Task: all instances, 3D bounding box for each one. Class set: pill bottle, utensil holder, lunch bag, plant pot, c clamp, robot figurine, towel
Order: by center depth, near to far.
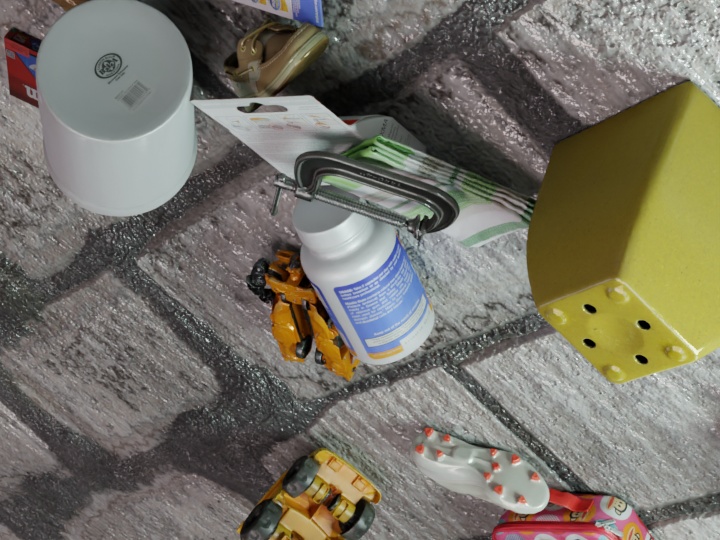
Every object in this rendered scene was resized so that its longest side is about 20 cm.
[{"bbox_3d":[0.267,-0.014,1.502,0.195,0.201,0.194,43,145,-17],"label":"plant pot"},{"bbox_3d":[0.003,-0.074,1.652,0.198,0.027,0.171,17,157,4],"label":"c clamp"},{"bbox_3d":[0.066,-0.075,1.660,0.198,0.031,0.149,21,160,-21],"label":"towel"},{"bbox_3d":[-0.254,-0.170,1.690,0.169,0.171,0.200,28,161,4],"label":"utensil holder"},{"bbox_3d":[0.000,0.000,1.807,0.111,0.113,0.201,4,138,34],"label":"pill bottle"},{"bbox_3d":[-0.062,0.049,1.967,0.144,0.058,0.201,16,144,21],"label":"robot figurine"},{"bbox_3d":[0.274,0.347,2.079,0.199,0.082,0.177,-7,127,41],"label":"lunch bag"}]

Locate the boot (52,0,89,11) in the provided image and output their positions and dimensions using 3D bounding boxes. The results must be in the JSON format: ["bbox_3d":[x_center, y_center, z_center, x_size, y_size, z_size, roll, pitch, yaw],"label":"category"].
[{"bbox_3d":[-0.330,-0.337,1.669,0.199,0.066,0.175,34,146,-3],"label":"boot"}]

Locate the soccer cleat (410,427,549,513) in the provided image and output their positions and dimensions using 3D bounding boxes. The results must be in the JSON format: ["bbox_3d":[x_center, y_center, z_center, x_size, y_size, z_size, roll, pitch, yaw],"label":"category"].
[{"bbox_3d":[0.155,0.261,2.072,0.198,0.070,0.078,22,151,26],"label":"soccer cleat"}]

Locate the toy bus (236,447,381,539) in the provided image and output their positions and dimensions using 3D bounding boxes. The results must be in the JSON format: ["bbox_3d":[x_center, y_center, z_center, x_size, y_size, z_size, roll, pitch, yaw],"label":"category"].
[{"bbox_3d":[-0.080,0.339,2.289,0.135,0.201,0.192,39,-179,-12],"label":"toy bus"}]

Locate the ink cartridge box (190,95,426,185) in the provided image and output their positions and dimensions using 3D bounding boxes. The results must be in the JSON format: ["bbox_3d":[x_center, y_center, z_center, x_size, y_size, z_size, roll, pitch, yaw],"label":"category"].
[{"bbox_3d":[-0.050,-0.147,1.653,0.161,0.058,0.200,2,154,36],"label":"ink cartridge box"}]

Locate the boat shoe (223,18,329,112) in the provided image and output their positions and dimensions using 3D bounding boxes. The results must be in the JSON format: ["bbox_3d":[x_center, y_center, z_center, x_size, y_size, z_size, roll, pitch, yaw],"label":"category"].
[{"bbox_3d":[-0.093,-0.212,1.616,0.067,0.074,0.200,50,157,-7],"label":"boat shoe"}]

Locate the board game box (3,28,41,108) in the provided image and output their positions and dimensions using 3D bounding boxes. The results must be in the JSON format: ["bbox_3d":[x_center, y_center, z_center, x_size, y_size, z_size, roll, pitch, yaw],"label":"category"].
[{"bbox_3d":[-0.320,-0.202,1.878,0.198,0.020,0.103,25,147,9],"label":"board game box"}]

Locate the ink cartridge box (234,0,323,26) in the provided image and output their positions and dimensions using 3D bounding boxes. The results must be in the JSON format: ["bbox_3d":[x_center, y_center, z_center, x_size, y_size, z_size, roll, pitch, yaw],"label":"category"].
[{"bbox_3d":[-0.120,-0.313,1.560,0.198,0.042,0.120,22,147,18],"label":"ink cartridge box"}]
